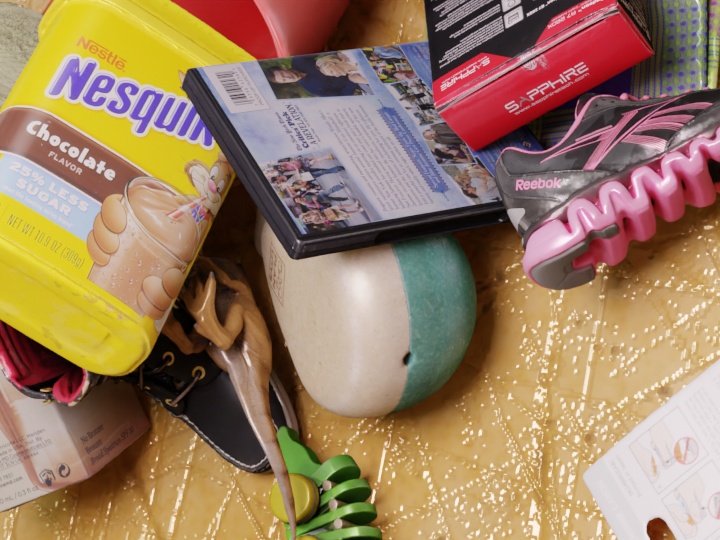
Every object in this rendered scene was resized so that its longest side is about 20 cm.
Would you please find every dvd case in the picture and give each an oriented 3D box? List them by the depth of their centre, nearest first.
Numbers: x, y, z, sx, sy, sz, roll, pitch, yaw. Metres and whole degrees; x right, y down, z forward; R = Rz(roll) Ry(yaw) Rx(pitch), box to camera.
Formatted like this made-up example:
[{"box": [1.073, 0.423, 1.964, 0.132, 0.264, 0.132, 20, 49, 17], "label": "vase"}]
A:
[{"box": [0.012, -0.075, 1.224, 0.143, 0.199, 0.018, 57, 140, 30], "label": "dvd case"}]

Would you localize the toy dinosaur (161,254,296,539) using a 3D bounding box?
[{"box": [-0.071, 0.048, 1.254, 0.060, 0.106, 0.201, -36, 44, 24], "label": "toy dinosaur"}]

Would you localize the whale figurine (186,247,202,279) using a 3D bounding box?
[{"box": [-0.186, -0.057, 1.410, 0.199, 0.104, 0.160, 20, 85, 33], "label": "whale figurine"}]

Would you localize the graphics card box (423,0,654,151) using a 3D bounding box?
[{"box": [0.099, -0.175, 1.262, 0.125, 0.051, 0.201, -29, 41, 22], "label": "graphics card box"}]

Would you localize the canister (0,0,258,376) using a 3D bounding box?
[{"box": [-0.147, -0.057, 1.218, 0.087, 0.148, 0.201, -40, 22, 52], "label": "canister"}]

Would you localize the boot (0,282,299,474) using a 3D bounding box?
[{"box": [-0.138, 0.056, 1.292, 0.073, 0.150, 0.200, -43, 79, 25], "label": "boot"}]

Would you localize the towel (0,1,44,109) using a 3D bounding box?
[{"box": [-0.192, -0.088, 1.313, 0.199, 0.148, 0.037, 34, 138, 11], "label": "towel"}]

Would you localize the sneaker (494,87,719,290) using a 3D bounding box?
[{"box": [0.163, -0.074, 1.190, 0.199, 0.079, 0.096, -28, 61, -4], "label": "sneaker"}]

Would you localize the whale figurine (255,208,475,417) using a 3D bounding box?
[{"box": [0.000, 0.000, 1.280, 0.200, 0.103, 0.160, -130, 37, -53], "label": "whale figurine"}]

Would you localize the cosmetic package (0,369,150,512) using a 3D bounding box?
[{"box": [-0.227, 0.040, 1.352, 0.087, 0.103, 0.201, -22, 99, 25], "label": "cosmetic package"}]

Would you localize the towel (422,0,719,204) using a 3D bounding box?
[{"box": [0.120, -0.100, 1.283, 0.199, 0.023, 0.145, -1, 74, 32], "label": "towel"}]

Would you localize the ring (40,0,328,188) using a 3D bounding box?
[{"box": [-0.120, -0.135, 1.394, 0.199, 0.019, 0.202, -1, 64, 1], "label": "ring"}]

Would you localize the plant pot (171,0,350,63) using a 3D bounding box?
[{"box": [-0.077, -0.219, 1.329, 0.199, 0.201, 0.178, 18, 55, 34], "label": "plant pot"}]

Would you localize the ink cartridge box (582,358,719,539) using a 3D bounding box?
[{"box": [0.237, 0.116, 1.135, 0.200, 0.047, 0.161, -42, 58, 20], "label": "ink cartridge box"}]

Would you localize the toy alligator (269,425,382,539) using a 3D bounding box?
[{"box": [-0.008, 0.180, 1.252, 0.054, 0.059, 0.201, -25, 64, 23], "label": "toy alligator"}]
